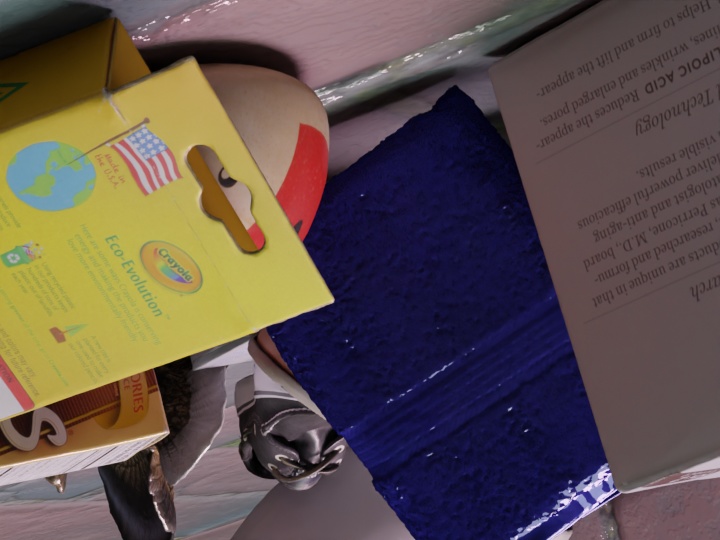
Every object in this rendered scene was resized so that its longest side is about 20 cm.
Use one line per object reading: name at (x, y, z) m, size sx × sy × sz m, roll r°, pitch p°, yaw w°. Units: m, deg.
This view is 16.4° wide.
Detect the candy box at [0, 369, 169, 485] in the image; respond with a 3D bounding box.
candy box at (-0.193, 0.040, 1.093) m, size 0.199 × 0.117 × 0.056 m, roll -10°, pitch 168°, yaw -32°

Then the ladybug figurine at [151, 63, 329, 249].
ladybug figurine at (-0.074, -0.028, 1.044) m, size 0.135 × 0.072 × 0.200 m, roll -16°, pitch 169°, yaw 0°

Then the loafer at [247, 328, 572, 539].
loafer at (0.037, 0.066, 1.230) m, size 0.063 × 0.199 × 0.072 m, roll -53°, pitch -157°, yaw 9°

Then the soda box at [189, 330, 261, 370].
soda box at (0.000, 0.000, 1.300) m, size 0.199 × 0.069 × 0.063 m, roll -7°, pitch 168°, yaw -38°

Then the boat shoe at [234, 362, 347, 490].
boat shoe at (-0.034, 0.085, 1.349) m, size 0.069 × 0.067 × 0.200 m, roll 1°, pitch 173°, yaw -15°

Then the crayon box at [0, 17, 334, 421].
crayon box at (-0.123, -0.012, 0.932) m, size 0.199 × 0.051 × 0.127 m, roll -18°, pitch 128°, yaw 14°

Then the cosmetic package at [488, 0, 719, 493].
cosmetic package at (0.188, -0.028, 1.081) m, size 0.164 × 0.201 × 0.165 m, roll -5°, pitch 163°, yaw -46°

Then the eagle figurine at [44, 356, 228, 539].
eagle figurine at (-0.121, 0.073, 1.357) m, size 0.151 × 0.152 × 0.200 m, roll -27°, pitch 157°, yaw 14°

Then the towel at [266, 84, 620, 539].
towel at (0.047, 0.033, 1.146) m, size 0.147 × 0.200 × 0.050 m, roll -34°, pitch -172°, yaw 16°

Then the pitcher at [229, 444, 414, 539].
pitcher at (-0.033, 0.194, 1.458) m, size 0.199 × 0.121 × 0.172 m, roll -29°, pitch 158°, yaw -28°
